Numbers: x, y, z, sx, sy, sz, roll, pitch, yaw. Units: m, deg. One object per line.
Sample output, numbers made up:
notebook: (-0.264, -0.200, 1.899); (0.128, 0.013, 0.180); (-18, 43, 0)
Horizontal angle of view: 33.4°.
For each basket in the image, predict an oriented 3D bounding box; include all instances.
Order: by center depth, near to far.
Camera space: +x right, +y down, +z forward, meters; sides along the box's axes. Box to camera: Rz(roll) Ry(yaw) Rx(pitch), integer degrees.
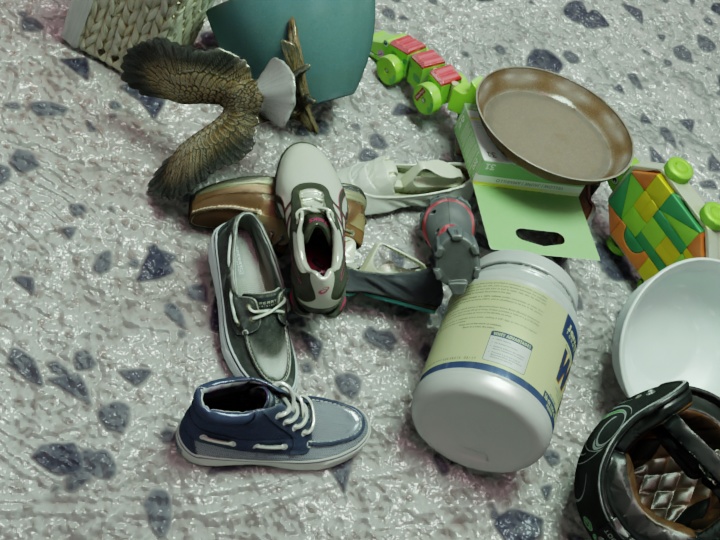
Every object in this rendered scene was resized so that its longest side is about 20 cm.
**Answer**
basket: (-0.235, -0.325, 1.355); (0.123, 0.200, 0.136); (35, 50, -2)

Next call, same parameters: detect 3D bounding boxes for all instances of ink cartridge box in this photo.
ink cartridge box: (0.199, -0.106, 1.392); (0.145, 0.048, 0.201); (5, 45, -19)

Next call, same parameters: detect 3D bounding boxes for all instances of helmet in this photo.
helmet: (0.312, 0.209, 1.199); (0.199, 0.191, 0.202); (-2, 80, 11)

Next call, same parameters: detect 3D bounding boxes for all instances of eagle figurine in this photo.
eagle figurine: (-0.148, -0.170, 1.276); (0.199, 0.151, 0.152); (-11, 46, -7)

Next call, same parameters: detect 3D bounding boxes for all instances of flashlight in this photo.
flashlight: (0.099, -0.036, 1.299); (0.068, 0.068, 0.200); (40, 10, -7)

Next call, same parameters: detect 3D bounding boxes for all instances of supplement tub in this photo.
supplement tub: (0.146, 0.091, 1.243); (0.144, 0.145, 0.201); (27, 50, -2)

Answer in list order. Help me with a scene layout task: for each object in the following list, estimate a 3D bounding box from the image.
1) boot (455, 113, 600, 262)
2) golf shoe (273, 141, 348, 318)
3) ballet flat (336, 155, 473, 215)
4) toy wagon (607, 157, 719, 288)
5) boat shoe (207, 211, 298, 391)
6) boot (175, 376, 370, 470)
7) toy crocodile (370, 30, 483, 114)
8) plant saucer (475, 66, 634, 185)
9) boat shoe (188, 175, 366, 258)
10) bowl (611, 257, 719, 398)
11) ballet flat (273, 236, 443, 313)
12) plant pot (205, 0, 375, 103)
boot: (0.190, -0.114, 1.465); (0.199, 0.064, 0.187); (27, 42, -3)
golf shoe: (-0.043, -0.053, 1.222); (0.077, 0.088, 0.201); (-5, 65, -9)
ballet flat: (0.046, -0.106, 1.397); (0.199, 0.070, 0.070); (-2, 57, -24)
toy wagon: (0.346, -0.065, 1.423); (0.039, 0.155, 0.201); (-17, 63, -32)
boat shoe: (-0.108, 0.036, 1.212); (0.072, 0.071, 0.201); (-12, 73, -29)
boot: (-0.072, 0.144, 1.150); (0.199, 0.090, 0.073); (-2, 57, -24)
toy crocodile: (0.079, -0.252, 1.501); (0.067, 0.062, 0.200); (-23, 49, -32)
plant saucer: (0.223, -0.164, 1.402); (0.199, 0.032, 0.201); (12, 44, -11)
boat shoe: (-0.086, -0.054, 1.300); (0.199, 0.076, 0.074); (0, 67, -15)
bowl: (0.358, 0.085, 1.348); (0.200, 0.090, 0.203); (0, 92, -18)
ballet flat: (0.000, 0.000, 1.295); (0.199, 0.073, 0.073); (9, 53, -20)
plant pot: (-0.067, -0.261, 1.402); (0.199, 0.200, 0.136); (-20, 99, -33)
